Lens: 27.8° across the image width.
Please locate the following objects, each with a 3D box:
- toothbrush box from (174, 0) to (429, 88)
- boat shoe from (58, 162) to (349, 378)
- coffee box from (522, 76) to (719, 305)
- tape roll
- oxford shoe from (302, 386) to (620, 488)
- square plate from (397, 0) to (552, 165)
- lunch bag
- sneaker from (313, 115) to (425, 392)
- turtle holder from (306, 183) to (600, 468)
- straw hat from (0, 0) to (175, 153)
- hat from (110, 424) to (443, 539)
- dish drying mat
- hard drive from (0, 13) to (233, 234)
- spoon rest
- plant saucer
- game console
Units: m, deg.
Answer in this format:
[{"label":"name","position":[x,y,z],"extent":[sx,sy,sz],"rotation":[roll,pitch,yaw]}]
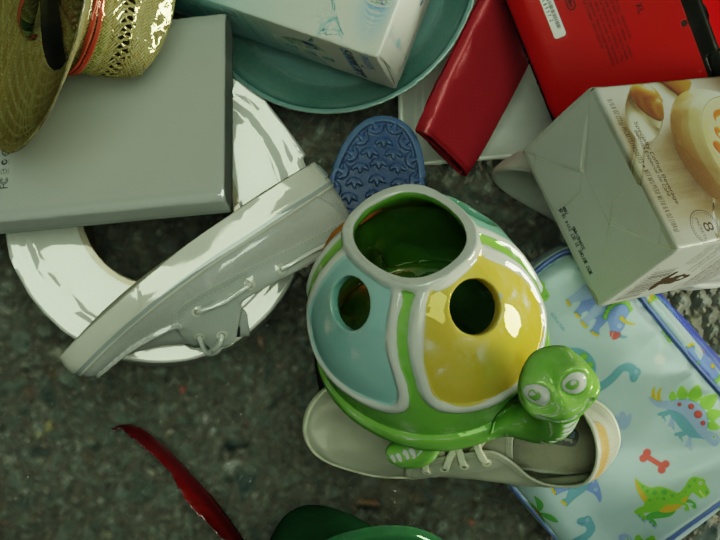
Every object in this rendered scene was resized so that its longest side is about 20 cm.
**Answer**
[{"label":"toothbrush box","position":[-0.047,-0.224,0.943],"extent":[0.199,0.085,0.147],"rotation":[21,88,11]},{"label":"boat shoe","position":[-0.091,0.014,0.902],"extent":[0.200,0.072,0.069],"rotation":[-36,95,-11]},{"label":"coffee box","position":[0.217,-0.057,0.920],"extent":[0.199,0.080,0.115],"rotation":[-11,69,-37]},{"label":"tape roll","position":[-0.132,-0.037,0.970],"extent":[0.201,0.071,0.204],"rotation":[0,84,-4]},{"label":"oxford shoe","position":[0.062,0.099,0.899],"extent":[0.199,0.058,0.076],"rotation":[4,98,5]},{"label":"square plate","position":[0.119,-0.175,1.025],"extent":[0.197,0.028,0.201],"rotation":[-3,85,-5]},{"label":"lunch bag","position":[0.158,0.087,0.956],"extent":[0.161,0.082,0.200],"rotation":[-41,88,14]},{"label":"sneaker","position":[0.000,0.000,0.971],"extent":[0.070,0.078,0.201],"rotation":[8,85,-8]},{"label":"turtle holder","position":[0.043,0.035,0.837],"extent":[0.140,0.132,0.186],"rotation":[-17,48,-4]},{"label":"straw hat","position":[-0.159,-0.163,0.873],"extent":[0.085,0.201,0.202],"rotation":[8,83,-32]},{"label":"hat","position":[-0.036,0.186,0.982],"extent":[0.165,0.176,0.201],"rotation":[-27,125,-9]},{"label":"dish drying mat","position":[0.098,-0.166,0.978],"extent":[0.018,0.077,0.201],"rotation":[20,80,39]},{"label":"hard drive","position":[-0.179,-0.090,0.911],"extent":[0.199,0.026,0.133],"rotation":[-5,66,6]},{"label":"spoon rest","position":[0.181,-0.033,0.989],"extent":[0.199,0.099,0.061],"rotation":[19,81,-13]},{"label":"plant saucer","position":[-0.016,-0.202,0.996],"extent":[0.199,0.036,0.201],"rotation":[-1,83,10]},{"label":"game console","position":[0.170,-0.210,0.976],"extent":[0.172,0.119,0.201],"rotation":[-24,105,2]}]
